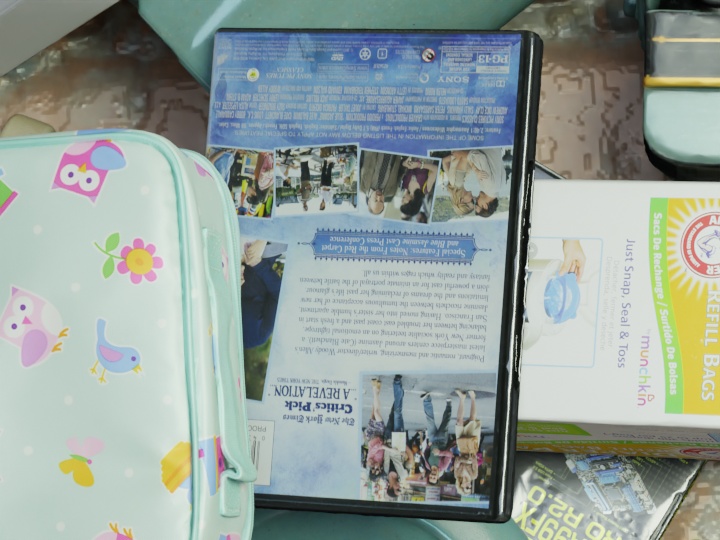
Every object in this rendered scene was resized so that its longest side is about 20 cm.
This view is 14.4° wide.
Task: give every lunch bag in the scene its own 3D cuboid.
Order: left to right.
[{"bbox_3d":[-0.121,0.046,1.157,0.159,0.077,0.201,-5,82,12],"label":"lunch bag"}]

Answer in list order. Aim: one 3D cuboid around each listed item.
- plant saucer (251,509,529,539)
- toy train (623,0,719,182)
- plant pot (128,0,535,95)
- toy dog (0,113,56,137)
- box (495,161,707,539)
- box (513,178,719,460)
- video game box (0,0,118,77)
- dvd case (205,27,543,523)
[{"bbox_3d":[-0.006,0.178,1.271,0.199,0.027,0.201,0,90,10],"label":"plant saucer"},{"bbox_3d":[0.154,-0.091,1.251,0.085,0.200,0.115,3,86,6],"label":"toy train"},{"bbox_3d":[-0.005,-0.158,1.285,0.196,0.200,0.200,-44,80,3],"label":"plant pot"},{"bbox_3d":[-0.149,0.022,1.296,0.131,0.096,0.201,0,79,3],"label":"toy dog"},{"bbox_3d":[0.072,0.040,1.308,0.199,0.044,0.161,31,83,9],"label":"box"},{"bbox_3d":[0.090,0.021,1.208,0.199,0.112,0.102,1,79,20],"label":"box"},{"bbox_3d":[-0.155,-0.190,1.291,0.047,0.200,0.183,4,80,-26],"label":"video game box"},{"bbox_3d":[0.000,0.000,1.171,0.142,0.018,0.201,2,83,19],"label":"dvd case"}]
